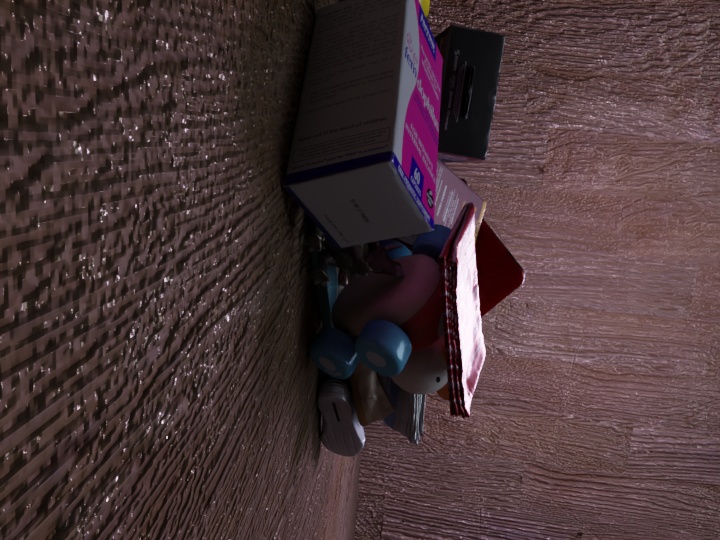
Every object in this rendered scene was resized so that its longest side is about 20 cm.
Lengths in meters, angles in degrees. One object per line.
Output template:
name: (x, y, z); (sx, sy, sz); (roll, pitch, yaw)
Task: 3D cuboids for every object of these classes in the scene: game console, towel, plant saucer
game console: (0.128, -0.006, 0.958); (0.199, 0.173, 0.119); (-41, 179, 22)
towel: (0.043, 0.157, 0.944); (0.199, 0.023, 0.152); (-172, -94, -66)
towel: (0.120, 0.045, 0.719); (0.145, 0.022, 0.206); (-55, 142, -57)
plant saucer: (-0.043, -0.001, 0.779); (0.202, 0.018, 0.072); (90, 5, -60)

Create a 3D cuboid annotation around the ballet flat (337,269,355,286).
ballet flat: (0.000, 0.000, 0.996); (0.063, 0.074, 0.207); (-7, -105, 51)

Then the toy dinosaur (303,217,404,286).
toy dinosaur: (-0.026, -0.052, 0.656); (0.203, 0.075, 0.103); (59, 19, -25)

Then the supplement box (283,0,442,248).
supplement box: (0.010, -0.139, 0.565); (0.101, 0.101, 0.205); (46, 42, -52)

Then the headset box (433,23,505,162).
headset box: (0.118, -0.225, 0.836); (0.200, 0.075, 0.154); (-137, -126, -77)

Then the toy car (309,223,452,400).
toy car: (0.073, 0.087, 0.779); (0.175, 0.201, 0.186); (-14, -146, 50)

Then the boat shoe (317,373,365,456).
boat shoe: (-0.024, 0.214, 0.962); (0.203, 0.070, 0.072); (88, 12, -48)

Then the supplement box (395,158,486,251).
supplement box: (0.064, -0.094, 0.822); (0.198, 0.108, 0.088); (29, 75, -44)

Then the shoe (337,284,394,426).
shoe: (0.000, 0.116, 0.905); (0.070, 0.052, 0.206); (14, 60, -77)

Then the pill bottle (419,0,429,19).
pill bottle: (0.034, -0.328, 0.819); (0.114, 0.109, 0.205); (-80, 174, -55)
